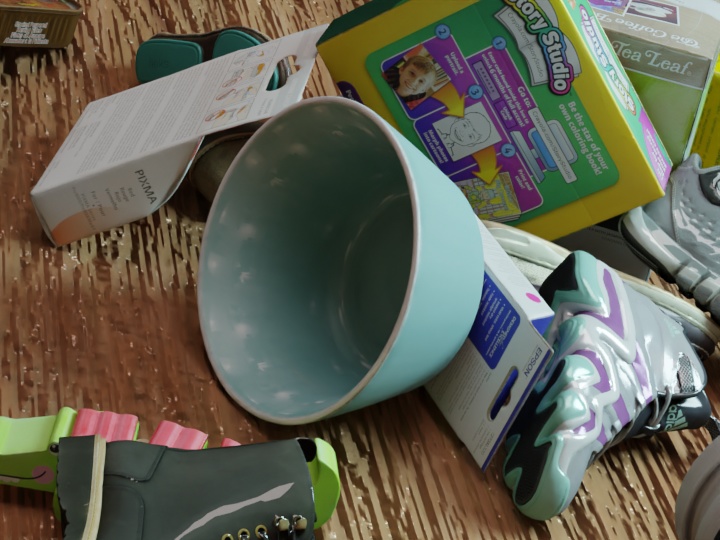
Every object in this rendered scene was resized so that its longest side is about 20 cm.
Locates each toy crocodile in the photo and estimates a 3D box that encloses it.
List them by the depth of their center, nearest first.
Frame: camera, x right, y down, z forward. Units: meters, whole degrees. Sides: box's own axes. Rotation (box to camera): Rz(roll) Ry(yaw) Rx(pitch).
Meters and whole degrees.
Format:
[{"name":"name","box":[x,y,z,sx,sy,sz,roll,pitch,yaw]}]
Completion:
[{"name":"toy crocodile","box":[-0.110,0.110,1.030,0.199,0.062,0.068,12,29,1]}]

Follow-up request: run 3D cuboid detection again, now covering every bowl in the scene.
[{"name":"bowl","box":[0.000,0.000,1.159,0.105,0.201,0.201,11,23,-43]}]

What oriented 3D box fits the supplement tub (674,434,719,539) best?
[{"name":"supplement tub","box":[0.258,0.177,0.974,0.140,0.141,0.200,2,32,-17]}]

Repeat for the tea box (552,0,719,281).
[{"name":"tea box","box":[0.150,-0.119,1.385,0.199,0.197,0.134,18,30,9]}]

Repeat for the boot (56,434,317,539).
[{"name":"boot","box":[-0.078,0.152,0.918,0.138,0.078,0.201,-3,44,-8]}]

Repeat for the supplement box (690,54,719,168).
[{"name":"supplement box","box":[0.266,-0.148,1.566,0.199,0.109,0.109,27,33,23]}]

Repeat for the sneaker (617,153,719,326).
[{"name":"sneaker","box":[0.283,-0.006,1.276,0.200,0.116,0.075,42,1,12]}]

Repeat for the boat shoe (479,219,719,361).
[{"name":"boat shoe","box":[0.149,0.027,1.267,0.199,0.065,0.072,22,-9,-12]}]

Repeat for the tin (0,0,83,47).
[{"name":"tin","box":[-0.305,-0.213,1.487,0.112,0.042,0.200,29,17,21]}]

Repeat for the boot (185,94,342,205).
[{"name":"boot","box":[-0.031,-0.079,1.391,0.199,0.074,0.076,-18,52,-29]}]

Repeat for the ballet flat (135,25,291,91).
[{"name":"ballet flat","box":[-0.097,-0.157,1.453,0.067,0.068,0.200,4,10,-40]}]

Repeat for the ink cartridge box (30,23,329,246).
[{"name":"ink cartridge box","box":[-0.116,-0.097,1.304,0.199,0.050,0.162,-14,25,15]}]

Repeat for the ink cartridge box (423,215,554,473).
[{"name":"ink cartridge box","box":[0.067,0.032,1.189,0.037,0.095,0.200,12,28,-31]}]

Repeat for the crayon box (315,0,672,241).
[{"name":"crayon box","box":[0.094,-0.114,1.289,0.172,0.200,0.058,-23,19,24]}]

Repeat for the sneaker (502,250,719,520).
[{"name":"sneaker","box":[0.170,0.090,1.162,0.139,0.078,0.201,28,50,-13]}]
